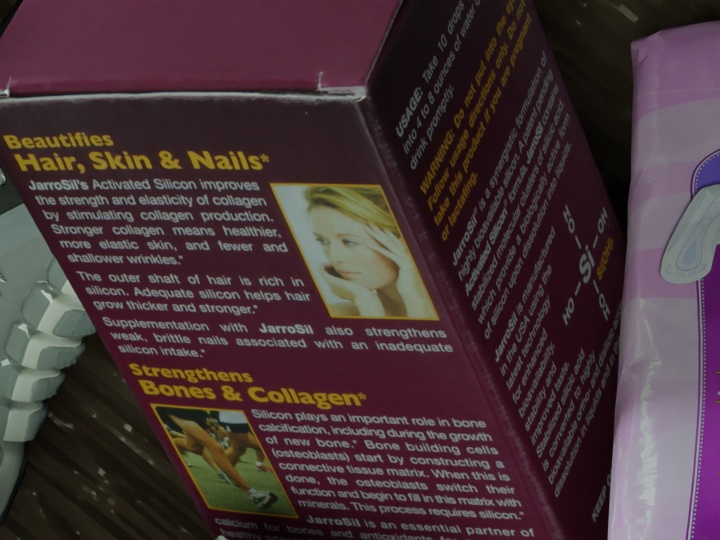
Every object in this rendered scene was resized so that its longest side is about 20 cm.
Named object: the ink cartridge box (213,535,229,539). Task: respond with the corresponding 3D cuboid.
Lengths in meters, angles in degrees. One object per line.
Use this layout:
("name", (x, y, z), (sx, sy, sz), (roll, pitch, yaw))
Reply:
("ink cartridge box", (-0.003, 0.184, 0.748), (0.200, 0.083, 0.147), (40, 84, -36))

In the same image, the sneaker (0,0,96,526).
("sneaker", (-0.133, -0.002, 0.796), (0.115, 0.075, 0.201), (6, 124, -27))

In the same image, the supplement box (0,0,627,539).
("supplement box", (0.000, 0.000, 0.740), (0.110, 0.086, 0.200), (1, 136, 29))

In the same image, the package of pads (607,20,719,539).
("package of pads", (0.123, 0.023, 0.711), (0.120, 0.201, 0.076), (-7, 139, 17))
